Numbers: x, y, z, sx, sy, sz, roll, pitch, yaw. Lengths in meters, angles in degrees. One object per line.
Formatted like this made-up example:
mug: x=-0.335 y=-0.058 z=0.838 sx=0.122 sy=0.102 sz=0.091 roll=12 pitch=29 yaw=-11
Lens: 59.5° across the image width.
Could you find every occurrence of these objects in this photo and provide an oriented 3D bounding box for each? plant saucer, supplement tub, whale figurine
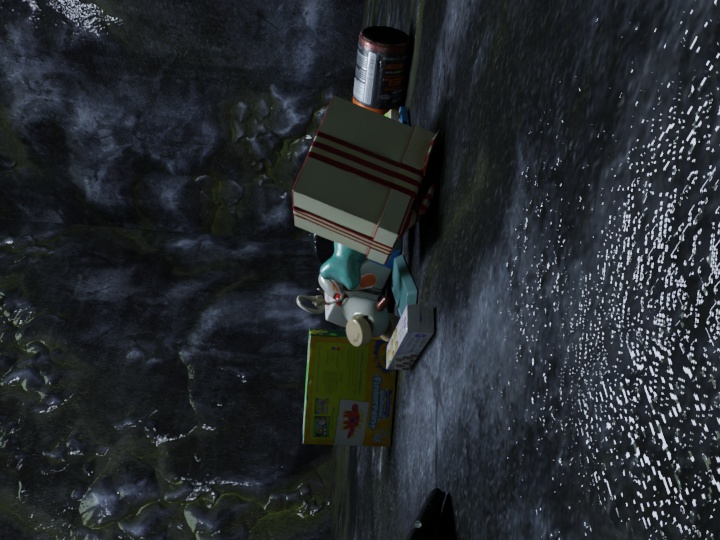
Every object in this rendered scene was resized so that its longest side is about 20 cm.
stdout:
plant saucer: x=0.073 y=0.034 z=1.083 sx=0.200 sy=0.019 sz=0.071 roll=-103 pitch=17 yaw=-71
supplement tub: x=0.039 y=-0.384 z=1.290 sx=0.108 sy=0.105 sz=0.202 roll=-92 pitch=7 yaw=-50
whale figurine: x=-0.003 y=-0.073 z=1.076 sx=0.202 sy=0.158 sz=0.104 roll=-62 pitch=-23 yaw=-11

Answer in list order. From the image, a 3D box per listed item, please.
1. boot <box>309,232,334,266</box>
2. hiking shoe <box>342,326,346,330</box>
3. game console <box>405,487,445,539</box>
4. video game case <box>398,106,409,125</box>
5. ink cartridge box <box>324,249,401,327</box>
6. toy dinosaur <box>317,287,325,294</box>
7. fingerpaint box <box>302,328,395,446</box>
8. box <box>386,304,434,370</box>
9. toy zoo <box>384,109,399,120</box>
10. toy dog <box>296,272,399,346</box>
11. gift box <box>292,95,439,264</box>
boot: x=-0.074 y=-0.054 z=1.414 sx=0.163 sy=0.073 sz=0.200 roll=56 pitch=172 yaw=51
hiking shoe: x=-0.002 y=0.141 z=1.484 sx=0.200 sy=0.085 sz=0.076 roll=-107 pitch=21 yaw=-77
game console: x=0.083 y=0.378 z=0.682 sx=0.176 sy=0.115 sz=0.202 roll=-45 pitch=-30 yaw=-49
video game case: x=0.078 y=-0.197 z=1.202 sx=0.202 sy=0.018 sz=0.144 roll=-91 pitch=7 yaw=-45
ink cartridge box: x=0.000 y=0.000 z=1.276 sx=0.146 sy=0.083 sz=0.202 roll=-99 pitch=32 yaw=-64
toy dinosaur: x=-0.010 y=0.063 z=1.496 sx=0.199 sy=0.087 sz=0.048 roll=0 pitch=-71 yaw=-54
fingerpaint box: x=-0.020 y=0.216 z=1.173 sx=0.073 sy=0.164 sz=0.203 roll=-130 pitch=43 yaw=-81
box: x=0.070 y=0.103 z=0.925 sx=0.200 sy=0.038 sz=0.042 roll=105 pitch=167 yaw=-67
toy zoo: x=0.020 y=-0.227 z=1.280 sx=0.199 sy=0.020 sz=0.133 roll=-21 pitch=63 yaw=62
toy dog: x=-0.007 y=0.048 z=1.126 sx=0.132 sy=0.199 sz=0.097 roll=-30 pitch=-33 yaw=-53
gift box: x=0.018 y=-0.139 z=0.935 sx=0.185 sy=0.185 sz=0.202 roll=110 pitch=-178 yaw=-80
